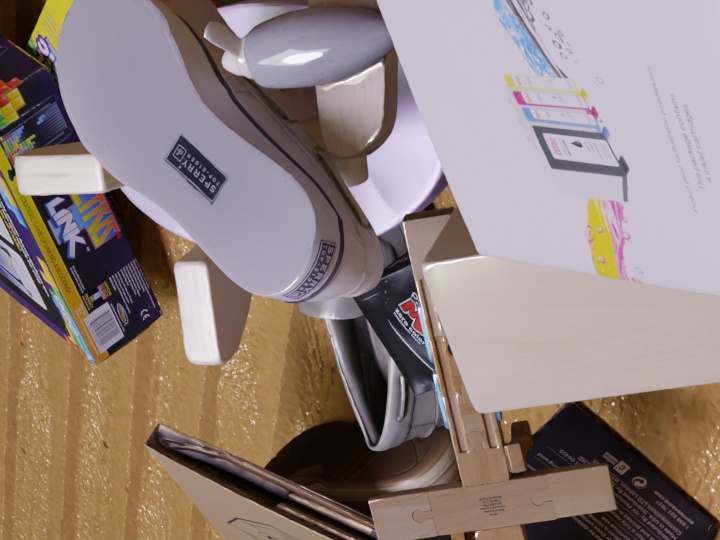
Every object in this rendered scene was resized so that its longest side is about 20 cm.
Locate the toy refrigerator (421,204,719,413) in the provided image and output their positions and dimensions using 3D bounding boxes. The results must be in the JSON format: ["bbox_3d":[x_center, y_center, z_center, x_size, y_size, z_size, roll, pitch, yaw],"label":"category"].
[{"bbox_3d":[0.135,-0.001,1.139,0.199,0.070,0.076,-10,116,26],"label":"toy refrigerator"}]

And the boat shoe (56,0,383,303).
[{"bbox_3d":[-0.061,-0.056,1.219,0.200,0.066,0.072,42,107,35],"label":"boat shoe"}]

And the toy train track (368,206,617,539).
[{"bbox_3d":[0.054,0.064,1.279,0.114,0.033,0.201,-9,109,13],"label":"toy train track"}]

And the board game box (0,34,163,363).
[{"bbox_3d":[-0.210,-0.061,1.626,0.165,0.057,0.201,37,156,44],"label":"board game box"}]

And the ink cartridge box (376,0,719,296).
[{"bbox_3d":[0.132,-0.089,1.050,0.200,0.147,0.145,11,129,51],"label":"ink cartridge box"}]

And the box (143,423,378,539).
[{"bbox_3d":[-0.020,0.155,1.521,0.163,0.021,0.200,22,164,23],"label":"box"}]

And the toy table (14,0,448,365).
[{"bbox_3d":[-0.062,-0.058,1.325,0.199,0.117,0.185,-14,96,30],"label":"toy table"}]

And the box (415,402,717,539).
[{"bbox_3d":[0.069,0.201,1.405,0.104,0.182,0.200,41,148,23],"label":"box"}]

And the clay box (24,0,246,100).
[{"bbox_3d":[-0.117,-0.117,1.486,0.115,0.048,0.200,51,150,8],"label":"clay box"}]

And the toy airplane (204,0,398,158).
[{"bbox_3d":[-0.019,-0.178,1.182,0.200,0.141,0.200,55,133,32],"label":"toy airplane"}]

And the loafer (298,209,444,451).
[{"bbox_3d":[0.000,0.000,1.412,0.070,0.070,0.201,8,126,53],"label":"loafer"}]

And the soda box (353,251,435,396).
[{"bbox_3d":[0.077,0.000,1.299,0.064,0.071,0.200,57,150,-3],"label":"soda box"}]

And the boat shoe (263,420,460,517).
[{"bbox_3d":[0.010,0.121,1.529,0.065,0.072,0.200,51,154,-12],"label":"boat shoe"}]
